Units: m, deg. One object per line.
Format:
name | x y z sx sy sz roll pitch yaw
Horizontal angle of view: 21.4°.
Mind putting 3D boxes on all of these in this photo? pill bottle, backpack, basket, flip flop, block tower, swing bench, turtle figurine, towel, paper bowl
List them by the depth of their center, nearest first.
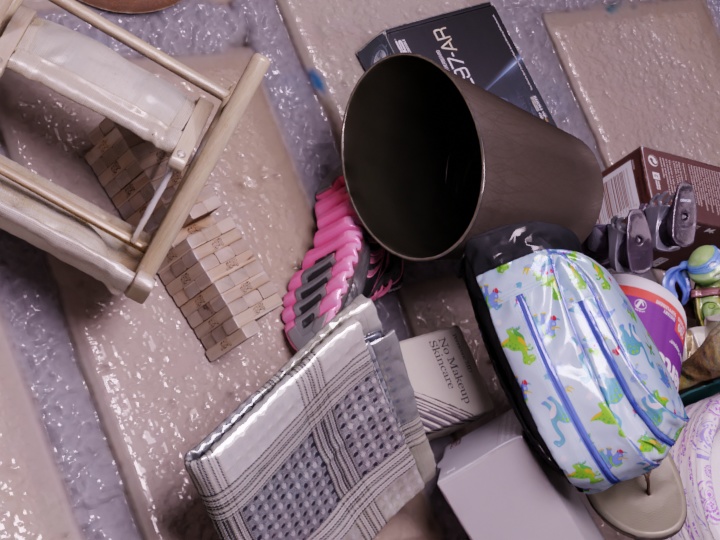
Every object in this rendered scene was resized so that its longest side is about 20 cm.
swing bench | -0.203 -0.104 1.381 0.198 0.130 0.201 29 79 -8
towel | -0.026 0.144 1.395 0.200 0.034 0.194 -43 130 -28
backpack | 0.166 0.071 1.472 0.163 0.152 0.202 41 39 -70
block tower | -0.138 -0.033 1.484 0.058 0.054 0.201 -28 87 -44
flip flop | 0.213 0.122 1.550 0.080 0.058 0.202 -10 74 -4
basket | 0.102 -0.076 1.576 0.199 0.136 0.181 12 46 -48
pill bottle | 0.220 0.110 1.658 0.112 0.112 0.201 32 50 -22
paper bowl | 0.335 0.213 1.697 0.200 0.104 0.202 19 58 -33
turtle figurine | 0.394 0.052 1.780 0.144 0.199 0.195 -105 171 -55

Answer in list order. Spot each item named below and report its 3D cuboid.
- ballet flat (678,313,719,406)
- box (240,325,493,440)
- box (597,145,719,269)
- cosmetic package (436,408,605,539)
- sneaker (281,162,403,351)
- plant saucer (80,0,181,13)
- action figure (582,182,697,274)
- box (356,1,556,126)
ballet flat | 0.315 0.076 1.700 0.070 0.200 0.071 2 77 -10
box | 0.008 0.108 1.515 0.199 0.068 0.083 -16 78 -43
box | 0.315 -0.051 1.835 0.199 0.100 0.076 9 61 -35
cosmetic package | 0.145 0.218 1.516 0.201 0.090 0.107 61 10 -9
sneaker | 0.000 0.000 1.574 0.095 0.079 0.201 42 47 -29
plant saucer | -0.197 -0.313 1.571 0.199 0.037 0.202 8 72 -25
action figure | 0.223 -0.030 1.689 0.129 0.200 0.070 -11 90 -21
box | 0.104 -0.139 1.748 0.160 0.043 0.201 -20 81 -44
